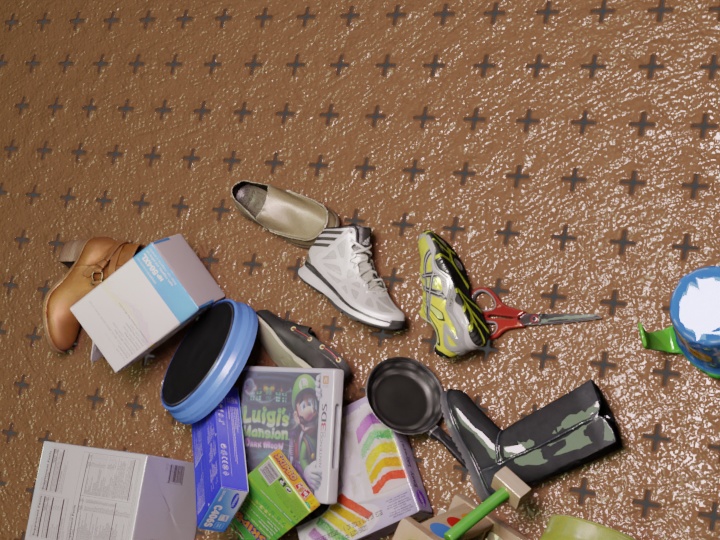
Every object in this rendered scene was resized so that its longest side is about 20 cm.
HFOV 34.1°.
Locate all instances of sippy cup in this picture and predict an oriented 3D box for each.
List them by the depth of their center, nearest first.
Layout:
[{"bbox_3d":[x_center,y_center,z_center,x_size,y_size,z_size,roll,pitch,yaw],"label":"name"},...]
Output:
[{"bbox_3d":[0.435,0.055,1.420,0.140,0.130,0.178,43,98,31],"label":"sippy cup"}]

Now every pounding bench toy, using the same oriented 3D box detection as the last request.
[{"bbox_3d":[0.122,0.347,1.458,0.124,0.156,0.200,31,111,31],"label":"pounding bench toy"}]

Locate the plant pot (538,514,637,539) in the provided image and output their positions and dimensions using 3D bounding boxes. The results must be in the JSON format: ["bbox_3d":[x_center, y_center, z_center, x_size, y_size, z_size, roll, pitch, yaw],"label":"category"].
[{"bbox_3d":[0.260,0.403,1.397,0.200,0.200,0.193,13,70,30],"label":"plant pot"}]

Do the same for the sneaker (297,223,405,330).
[{"bbox_3d":[0.000,0.000,1.689,0.200,0.076,0.116,34,108,33],"label":"sneaker"}]

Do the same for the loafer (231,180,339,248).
[{"bbox_3d":[-0.123,-0.088,1.796,0.200,0.067,0.076,17,85,31],"label":"loafer"}]

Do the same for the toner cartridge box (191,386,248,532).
[{"bbox_3d":[-0.204,0.266,1.690,0.095,0.043,0.200,-60,27,34],"label":"toner cartridge box"}]

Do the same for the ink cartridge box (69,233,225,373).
[{"bbox_3d":[-0.337,0.056,1.813,0.200,0.129,0.125,-36,90,14],"label":"ink cartridge box"}]

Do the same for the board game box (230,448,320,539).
[{"bbox_3d":[-0.133,0.330,1.644,0.096,0.030,0.200,52,136,9],"label":"board game box"}]

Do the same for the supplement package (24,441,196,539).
[{"bbox_3d":[-0.364,0.347,1.754,0.200,0.152,0.151,2,77,29],"label":"supplement package"}]

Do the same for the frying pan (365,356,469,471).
[{"bbox_3d":[0.093,0.192,1.617,0.190,0.031,0.115,30,56,-2],"label":"frying pan"}]

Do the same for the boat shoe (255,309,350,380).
[{"bbox_3d":[-0.092,0.114,1.730,0.063,0.074,0.201,-34,46,-22],"label":"boat shoe"}]

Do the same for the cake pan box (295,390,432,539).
[{"bbox_3d":[-0.017,0.290,1.645,0.200,0.052,0.185,-27,63,21],"label":"cake pan box"}]

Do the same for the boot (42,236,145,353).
[{"bbox_3d":[-0.432,0.041,1.932,0.155,0.077,0.200,2,70,25],"label":"boot"}]

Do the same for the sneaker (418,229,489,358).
[{"bbox_3d":[0.109,0.030,1.629,0.076,0.075,0.200,-34,52,23],"label":"sneaker"}]

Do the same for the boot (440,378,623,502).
[{"bbox_3d":[0.221,0.194,1.530,0.200,0.066,0.165,-30,76,24],"label":"boot"}]

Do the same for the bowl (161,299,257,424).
[{"bbox_3d":[-0.229,0.132,1.746,0.201,0.039,0.201,-42,27,28],"label":"bowl"}]

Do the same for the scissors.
[{"bbox_3d":[0.226,0.073,1.598,0.200,0.014,0.073,13,80,29],"label":"scissors"}]

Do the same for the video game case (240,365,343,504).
[{"bbox_3d":[-0.102,0.227,1.652,0.200,0.023,0.182,-3,81,46],"label":"video game case"}]
